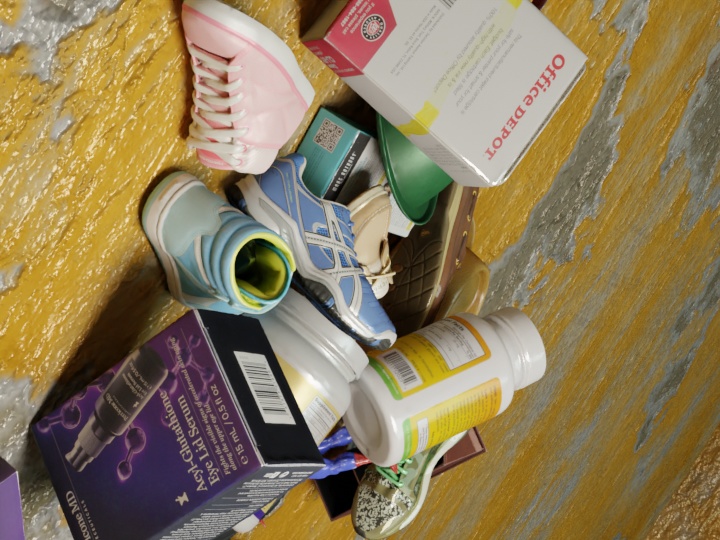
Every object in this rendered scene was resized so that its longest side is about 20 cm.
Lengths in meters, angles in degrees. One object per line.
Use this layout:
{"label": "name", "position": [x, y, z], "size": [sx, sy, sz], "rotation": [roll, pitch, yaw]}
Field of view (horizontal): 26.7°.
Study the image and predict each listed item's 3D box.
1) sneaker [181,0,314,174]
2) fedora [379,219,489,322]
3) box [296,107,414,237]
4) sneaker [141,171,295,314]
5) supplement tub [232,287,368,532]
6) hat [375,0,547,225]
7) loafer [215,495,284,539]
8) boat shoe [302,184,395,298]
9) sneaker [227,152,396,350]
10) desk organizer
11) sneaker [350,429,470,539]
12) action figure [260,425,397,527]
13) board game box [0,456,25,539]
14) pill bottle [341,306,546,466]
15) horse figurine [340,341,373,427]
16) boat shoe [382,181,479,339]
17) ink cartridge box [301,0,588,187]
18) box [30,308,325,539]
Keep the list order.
{"label": "sneaker", "position": [-0.102, -0.136, 1.197], "size": [0.105, 0.075, 0.200], "rotation": [-59, 158, -6]}
{"label": "fedora", "position": [0.083, 0.027, 1.686], "size": [0.200, 0.082, 0.202], "rotation": [-39, 149, -30]}
{"label": "box", "position": [0.006, -0.091, 1.461], "size": [0.083, 0.049, 0.200], "rotation": [-60, 154, 8]}
{"label": "sneaker", "position": [-0.104, 0.009, 1.295], "size": [0.080, 0.130, 0.200], "rotation": [-51, 154, -12]}
{"label": "supplement tub", "position": [-0.100, 0.124, 1.415], "size": [0.201, 0.145, 0.146], "rotation": [-51, 153, -11]}
{"label": "hat", "position": [0.120, -0.147, 1.391], "size": [0.166, 0.174, 0.202], "rotation": [-64, 143, -53]}
{"label": "loafer", "position": [-0.138, 0.225, 1.502], "size": [0.200, 0.068, 0.070], "rotation": [-42, 118, 17]}
{"label": "boat shoe", "position": [0.000, 0.000, 1.436], "size": [0.073, 0.069, 0.201], "rotation": [-31, 158, -32]}
{"label": "sneaker", "position": [-0.028, -0.015, 1.337], "size": [0.077, 0.201, 0.076], "rotation": [-41, -168, -11]}
{"label": "desk organizer", "position": [0.040, 0.216, 1.730], "size": [0.199, 0.072, 0.077], "rotation": [-33, 167, 39]}
{"label": "sneaker", "position": [0.045, 0.189, 1.609], "size": [0.201, 0.076, 0.089], "rotation": [-57, 151, -9]}
{"label": "action figure", "position": [-0.060, 0.211, 1.582], "size": [0.197, 0.066, 0.099], "rotation": [-7, 144, 1]}
{"label": "board game box", "position": [-0.351, 0.257, 1.237], "size": [0.165, 0.057, 0.201], "rotation": [-35, 147, -35]}
{"label": "pill bottle", "position": [0.084, 0.109, 1.526], "size": [0.198, 0.111, 0.112], "rotation": [-22, 140, -25]}
{"label": "horse figurine", "position": [-0.001, 0.112, 1.587], "size": [0.199, 0.050, 0.133], "rotation": [23, 109, -41]}
{"label": "boat shoe", "position": [0.081, -0.017, 1.586], "size": [0.067, 0.072, 0.202], "rotation": [22, 81, -44]}
{"label": "ink cartridge box", "position": [0.072, -0.187, 1.300], "size": [0.146, 0.200, 0.083], "rotation": [-52, -163, -8]}
{"label": "box", "position": [-0.154, 0.147, 1.267], "size": [0.199, 0.149, 0.104], "rotation": [-36, 159, 20]}
